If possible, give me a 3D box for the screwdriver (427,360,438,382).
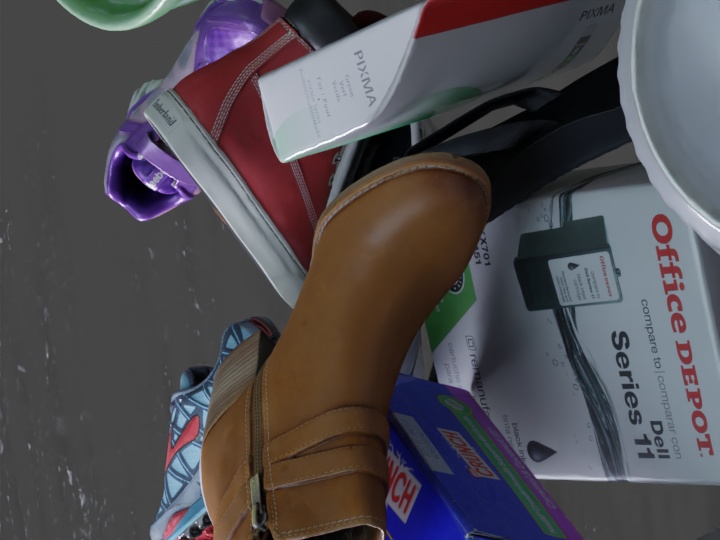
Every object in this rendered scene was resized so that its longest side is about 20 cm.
[{"bbox_3d":[0.040,0.136,1.139,0.028,0.029,0.202,34,128,37],"label":"screwdriver"}]

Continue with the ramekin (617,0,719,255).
[{"bbox_3d":[0.193,-0.085,0.762,0.200,0.094,0.205,1,93,26],"label":"ramekin"}]

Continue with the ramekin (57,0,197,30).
[{"bbox_3d":[-0.120,-0.247,1.121,0.199,0.097,0.202,22,120,43],"label":"ramekin"}]

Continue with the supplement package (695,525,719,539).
[{"bbox_3d":[0.163,0.250,0.937,0.201,0.155,0.111,59,140,14],"label":"supplement package"}]

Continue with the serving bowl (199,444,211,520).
[{"bbox_3d":[-0.007,0.147,1.091,0.198,0.066,0.201,17,142,13],"label":"serving bowl"}]

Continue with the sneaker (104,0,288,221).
[{"bbox_3d":[-0.095,-0.089,1.146,0.080,0.089,0.200,40,143,-9],"label":"sneaker"}]

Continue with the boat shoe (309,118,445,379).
[{"bbox_3d":[0.000,0.000,1.020,0.073,0.065,0.202,0,67,18],"label":"boat shoe"}]

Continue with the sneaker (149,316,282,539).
[{"bbox_3d":[-0.086,0.108,1.252,0.201,0.079,0.096,-55,53,36],"label":"sneaker"}]

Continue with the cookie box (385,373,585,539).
[{"bbox_3d":[0.016,0.174,0.926,0.202,0.075,0.171,-68,26,17],"label":"cookie box"}]

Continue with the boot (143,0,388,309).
[{"bbox_3d":[-0.019,-0.067,1.097,0.072,0.144,0.200,48,174,40],"label":"boot"}]

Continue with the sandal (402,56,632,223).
[{"bbox_3d":[0.071,-0.065,0.934,0.199,0.076,0.043,-30,114,15],"label":"sandal"}]

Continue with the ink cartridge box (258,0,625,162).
[{"bbox_3d":[0.070,-0.110,0.901,0.199,0.160,0.051,-14,94,51],"label":"ink cartridge box"}]

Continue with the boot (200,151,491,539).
[{"bbox_3d":[-0.006,0.054,0.867,0.200,0.076,0.156,-41,30,24],"label":"boot"}]

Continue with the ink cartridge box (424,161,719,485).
[{"bbox_3d":[0.126,0.024,0.949,0.199,0.083,0.148,-6,99,51],"label":"ink cartridge box"}]
